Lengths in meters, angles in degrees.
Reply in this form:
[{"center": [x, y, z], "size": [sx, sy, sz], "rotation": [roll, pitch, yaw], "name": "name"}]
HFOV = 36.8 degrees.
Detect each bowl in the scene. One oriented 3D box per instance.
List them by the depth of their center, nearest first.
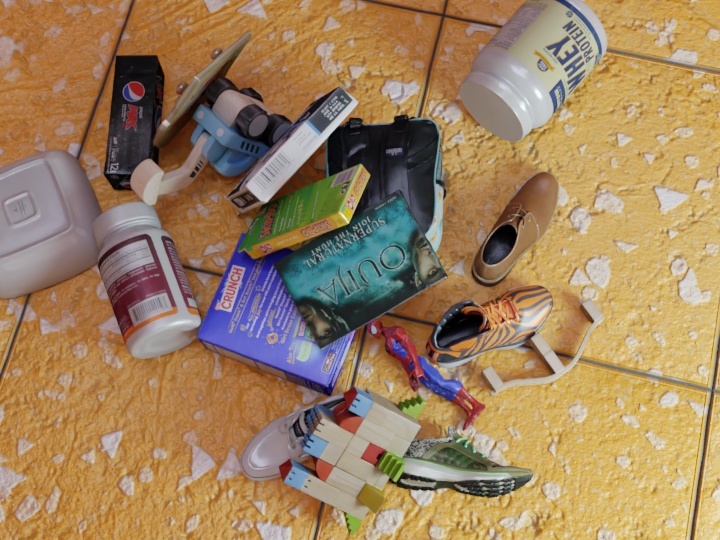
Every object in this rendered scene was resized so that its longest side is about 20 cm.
[{"center": [-0.489, -0.077, 1.593], "size": [0.198, 0.075, 0.201], "rotation": [-23, 73, -5], "name": "bowl"}]

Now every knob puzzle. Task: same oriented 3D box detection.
[{"center": [-0.253, -0.257, 1.593], "size": [0.030, 0.220, 0.220], "rotation": [39, 76, -6], "name": "knob puzzle"}]

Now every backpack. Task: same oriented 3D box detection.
[{"center": [0.036, -0.100, 1.542], "size": [0.174, 0.154, 0.202], "rotation": [-2, 65, 7], "name": "backpack"}]

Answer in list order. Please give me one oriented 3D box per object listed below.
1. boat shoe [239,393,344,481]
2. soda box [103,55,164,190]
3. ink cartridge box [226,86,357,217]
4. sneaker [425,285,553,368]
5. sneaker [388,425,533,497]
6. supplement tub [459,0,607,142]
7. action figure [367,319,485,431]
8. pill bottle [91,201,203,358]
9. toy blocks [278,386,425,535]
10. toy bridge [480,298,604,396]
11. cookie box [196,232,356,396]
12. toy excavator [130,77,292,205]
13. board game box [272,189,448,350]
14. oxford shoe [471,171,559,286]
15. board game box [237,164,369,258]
[{"center": [-0.080, 0.218, 1.483], "size": [0.199, 0.067, 0.074], "rotation": [-32, 73, -9], "name": "boat shoe"}, {"center": [-0.341, -0.225, 1.644], "size": [0.070, 0.063, 0.202], "rotation": [1, 72, 1], "name": "soda box"}, {"center": [-0.107, -0.167, 1.548], "size": [0.043, 0.200, 0.198], "rotation": [43, 76, -10], "name": "ink cartridge box"}, {"center": [0.185, 0.071, 1.502], "size": [0.199, 0.112, 0.078], "rotation": [-28, 73, -8], "name": "sneaker"}, {"center": [0.136, 0.252, 1.467], "size": [0.198, 0.077, 0.089], "rotation": [6, 63, 1], "name": "sneaker"}, {"center": [0.256, -0.305, 1.612], "size": [0.145, 0.145, 0.200], "rotation": [38, 76, 13], "name": "supplement tub"}, {"center": [0.084, 0.139, 1.507], "size": [0.052, 0.066, 0.200], "rotation": [-41, 76, -17], "name": "action figure"}, {"center": [-0.306, 0.012, 1.535], "size": [0.113, 0.114, 0.201], "rotation": [-21, 71, -6], "name": "pill bottle"}, {"center": [-0.019, 0.230, 1.428], "size": [0.136, 0.100, 0.201], "rotation": [29, 98, -17], "name": "toy blocks"}, {"center": [0.264, 0.121, 1.527], "size": [0.199, 0.027, 0.067], "rotation": [-33, 75, -9], "name": "toy bridge"}, {"center": [-0.105, 0.061, 1.533], "size": [0.198, 0.075, 0.172], "rotation": [20, 73, 8], "name": "cookie box"}, {"center": [-0.220, -0.174, 1.583], "size": [0.100, 0.194, 0.201], "rotation": [40, 105, 27], "name": "toy excavator"}, {"center": [0.000, 0.000, 1.452], "size": [0.199, 0.028, 0.136], "rotation": [-30, 88, 8], "name": "board game box"}, {"center": [0.233, -0.069, 1.572], "size": [0.071, 0.071, 0.201], "rotation": [30, 73, 13], "name": "oxford shoe"}, {"center": [-0.081, -0.077, 1.473], "size": [0.199, 0.030, 0.096], "rotation": [-16, 37, 37], "name": "board game box"}]
